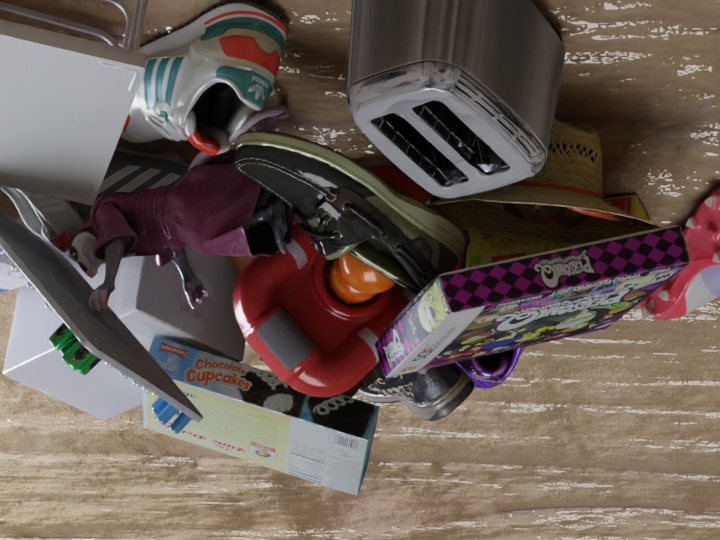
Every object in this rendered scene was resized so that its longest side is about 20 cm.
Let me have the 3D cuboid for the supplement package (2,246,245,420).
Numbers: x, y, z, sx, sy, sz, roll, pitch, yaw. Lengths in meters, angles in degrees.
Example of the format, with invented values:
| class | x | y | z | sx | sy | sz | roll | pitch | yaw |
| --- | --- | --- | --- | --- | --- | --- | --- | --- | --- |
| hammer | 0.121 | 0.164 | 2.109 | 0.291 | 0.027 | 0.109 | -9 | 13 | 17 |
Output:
| class | x | y | z | sx | sy | sz | roll | pitch | yaw |
| --- | --- | --- | --- | --- | --- | --- | --- | --- | --- |
| supplement package | -0.202 | 0.033 | 1.930 | 0.121 | 0.121 | 0.199 | 28 | 144 | -35 |

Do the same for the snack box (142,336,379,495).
| class | x | y | z | sx | sy | sz | roll | pitch | yaw |
| --- | --- | --- | --- | --- | --- | --- | --- | --- | --- |
| snack box | -0.087 | 0.124 | 1.870 | 0.198 | 0.037 | 0.116 | 17 | 151 | 4 |

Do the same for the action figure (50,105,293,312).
| class | x | y | z | sx | sy | sz | roll | pitch | yaw |
| --- | --- | --- | --- | --- | --- | --- | --- | --- | --- |
| action figure | -0.150 | -0.044 | 1.710 | 0.198 | 0.151 | 0.134 | -7 | 178 | 16 |

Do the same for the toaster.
| class | x | y | z | sx | sy | sz | roll | pitch | yaw |
| --- | --- | --- | --- | --- | --- | --- | --- | --- | --- |
| toaster | 0.063 | -0.143 | 1.560 | 0.113 | 0.130 | 0.200 | -14 | 144 | 31 |

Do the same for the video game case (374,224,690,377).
| class | x | y | z | sx | sy | sz | roll | pitch | yaw |
| --- | --- | --- | --- | --- | --- | --- | --- | --- | --- |
| video game case | 0.128 | 0.025 | 1.683 | 0.198 | 0.036 | 0.181 | -11 | 166 | -19 |

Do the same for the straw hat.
| class | x | y | z | sx | sy | sz | roll | pitch | yaw |
| --- | --- | --- | --- | --- | --- | --- | --- | --- | --- |
| straw hat | 0.143 | -0.077 | 1.692 | 0.199 | 0.086 | 0.201 | 5 | 174 | 1 |

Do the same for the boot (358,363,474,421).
| class | x | y | z | sx | sy | sz | roll | pitch | yaw |
| --- | --- | --- | --- | --- | --- | --- | --- | --- | --- |
| boot | 0.008 | 0.048 | 1.948 | 0.151 | 0.073 | 0.200 | 53 | 169 | -23 |

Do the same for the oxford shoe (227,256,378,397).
| class | x | y | z | sx | sy | sz | roll | pitch | yaw |
| --- | --- | --- | --- | --- | --- | --- | --- | --- | --- |
| oxford shoe | -0.071 | 0.035 | 1.870 | 0.200 | 0.071 | 0.071 | 52 | 170 | -2 |

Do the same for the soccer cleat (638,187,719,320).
| class | x | y | z | sx | sy | sz | roll | pitch | yaw |
| --- | --- | --- | --- | --- | --- | --- | --- | --- | --- |
| soccer cleat | 0.298 | -0.020 | 1.806 | 0.076 | 0.067 | 0.200 | -11 | 158 | -37 |

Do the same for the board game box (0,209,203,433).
| class | x | y | z | sx | sy | sz | roll | pitch | yaw |
| --- | --- | --- | --- | --- | --- | --- | --- | --- | --- |
| board game box | -0.222 | 0.029 | 1.673 | 0.026 | 0.200 | 0.200 | -44 | 152 | 1 |

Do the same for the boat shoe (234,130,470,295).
| class | x | y | z | sx | sy | sz | roll | pitch | yaw |
| --- | --- | --- | --- | --- | --- | --- | --- | --- | --- |
| boat shoe | -0.009 | -0.039 | 1.643 | 0.200 | 0.067 | 0.072 | 27 | 162 | -24 |

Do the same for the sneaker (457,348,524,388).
| class | x | y | z | sx | sy | sz | roll | pitch | yaw |
| --- | --- | --- | --- | --- | --- | --- | --- | --- | --- |
| sneaker | 0.111 | 0.064 | 1.951 | 0.080 | 0.089 | 0.201 | 6 | 151 | -2 |

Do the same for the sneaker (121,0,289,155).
| class | x | y | z | sx | sy | sz | roll | pitch | yaw |
| --- | --- | --- | --- | --- | --- | --- | --- | --- | --- |
| sneaker | -0.133 | -0.125 | 1.667 | 0.070 | 0.094 | 0.199 | 28 | 144 | -33 |

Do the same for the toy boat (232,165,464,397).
| class | x | y | z | sx | sy | sz | roll | pitch | yaw |
| --- | --- | --- | --- | --- | --- | --- | --- | --- | --- |
| toy boat | 0.000 | 0.000 | 1.753 | 0.131 | 0.200 | 0.131 | 48 | 159 | -2 |

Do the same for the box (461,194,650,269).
| class | x | y | z | sx | sy | sz | roll | pitch | yaw |
| --- | --- | --- | --- | --- | --- | --- | --- | --- | --- |
| box | 0.139 | -0.009 | 1.832 | 0.198 | 0.076 | 0.050 | -6 | 148 | 23 |

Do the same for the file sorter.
| class | x | y | z | sx | sy | sz | roll | pitch | yaw |
| --- | --- | --- | --- | --- | --- | --- | --- | --- | --- |
| file sorter | -0.234 | -0.159 | 1.598 | 0.137 | 0.126 | 0.200 | 13 | 150 | -12 |

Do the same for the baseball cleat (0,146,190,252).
| class | x | y | z | sx | sy | sz | roll | pitch | yaw |
| --- | --- | --- | --- | --- | --- | --- | --- | --- | --- |
| baseball cleat | -0.198 | -0.055 | 1.791 | 0.198 | 0.107 | 0.070 | 17 | 163 | -8 |

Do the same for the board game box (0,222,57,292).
| class | x | y | z | sx | sy | sz | roll | pitch | yaw |
| --- | --- | --- | --- | --- | --- | --- | --- | --- | --- |
| board game box | -0.393 | -0.023 | 1.893 | 0.198 | 0.044 | 0.199 | 18 | 160 | -34 |
